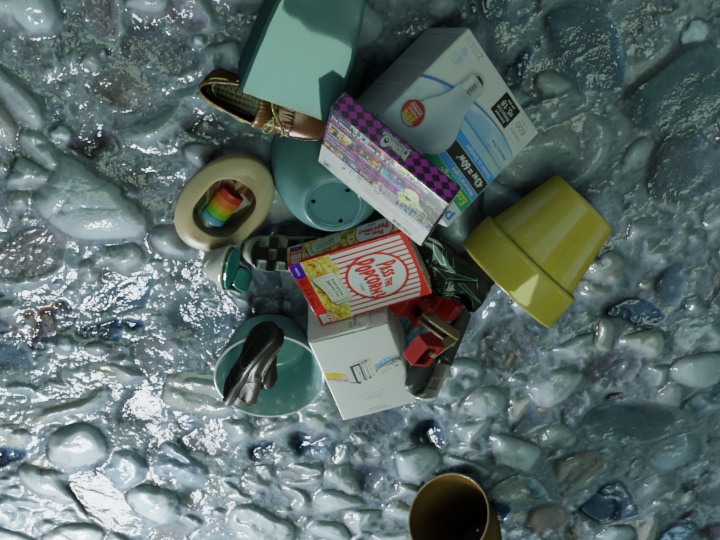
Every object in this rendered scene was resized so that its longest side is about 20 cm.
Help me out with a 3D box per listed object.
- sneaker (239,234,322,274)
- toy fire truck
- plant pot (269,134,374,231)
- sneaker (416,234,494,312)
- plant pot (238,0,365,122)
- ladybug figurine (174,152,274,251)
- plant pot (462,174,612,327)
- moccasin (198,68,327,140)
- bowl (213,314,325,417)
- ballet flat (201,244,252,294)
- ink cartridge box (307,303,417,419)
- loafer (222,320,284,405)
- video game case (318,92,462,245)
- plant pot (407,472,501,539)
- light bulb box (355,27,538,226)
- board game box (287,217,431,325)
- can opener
[{"bbox_3d":[-0.112,-0.029,1.543,0.198,0.088,0.075,12,93,-31],"label":"sneaker"},{"bbox_3d":[0.123,0.086,1.548,0.199,0.141,0.049,-4,138,-49],"label":"toy fire truck"},{"bbox_3d":[-0.044,-0.139,1.415,0.197,0.136,0.202,-2,128,-2],"label":"plant pot"},{"bbox_3d":[0.137,-0.002,1.546,0.198,0.075,0.080,28,79,-11],"label":"sneaker"},{"bbox_3d":[-0.073,-0.338,1.261,0.140,0.142,0.202,16,114,-16],"label":"plant pot"},{"bbox_3d":[-0.219,-0.114,1.460,0.135,0.072,0.200,36,117,-27],"label":"ladybug figurine"},{"bbox_3d":[0.300,-0.044,1.492,0.200,0.201,0.189,38,101,-28],"label":"plant pot"},{"bbox_3d":[-0.139,-0.239,1.332,0.199,0.078,0.074,26,117,1],"label":"moccasin"},{"bbox_3d":[-0.163,0.159,1.654,0.198,0.106,0.203,-2,127,-3],"label":"bowl"},{"bbox_3d":[-0.227,-0.002,1.499,0.068,0.070,0.200,-8,168,2],"label":"ballet flat"},{"bbox_3d":[0.002,0.131,1.619,0.143,0.148,0.202,-15,127,8],"label":"ink cartridge box"},{"bbox_3d":[-0.170,0.160,1.552,0.071,0.074,0.201,16,133,-22],"label":"loafer"},{"bbox_3d":[0.033,-0.132,1.249,0.199,0.036,0.181,40,163,4],"label":"video game case"},{"bbox_3d":[0.227,0.560,1.964,0.185,0.188,0.200,-26,139,16],"label":"plant pot"},{"bbox_3d":[0.111,-0.208,1.321,0.200,0.125,0.199,-46,116,-8],"label":"light bulb box"},{"bbox_3d":[0.000,0.000,1.481,0.197,0.047,0.152,-17,133,12],"label":"board game box"},{"bbox_3d":[0.141,0.142,1.610,0.052,0.201,0.067,10,142,28],"label":"can opener"}]
